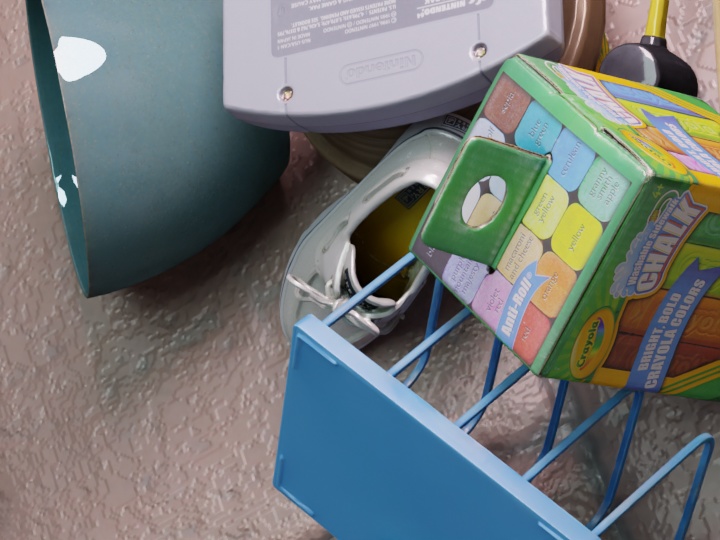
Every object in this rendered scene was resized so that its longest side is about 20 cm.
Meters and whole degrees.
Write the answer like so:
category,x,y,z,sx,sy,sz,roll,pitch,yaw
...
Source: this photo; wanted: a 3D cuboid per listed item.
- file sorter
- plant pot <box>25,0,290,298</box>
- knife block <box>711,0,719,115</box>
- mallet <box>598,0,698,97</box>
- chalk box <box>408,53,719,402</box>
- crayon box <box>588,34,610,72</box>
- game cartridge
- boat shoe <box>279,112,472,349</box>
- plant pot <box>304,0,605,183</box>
category,x,y,z,sx,sy,sz,roll,pitch,yaw
file sorter,0.070,0.099,1.520,0.200,0.139,0.123,37,53,22
plant pot,-0.117,-0.095,1.705,0.134,0.200,0.201,-11,64,-10
knife block,0.227,-0.070,1.564,0.200,0.064,0.176,40,94,32
mallet,0.168,-0.183,1.599,0.041,0.066,0.202,9,98,28
chalk box,0.120,-0.022,1.468,0.124,0.199,0.125,45,116,40
crayon box,0.083,-0.107,1.662,0.125,0.052,0.201,-25,64,20
game cartridge,0.017,-0.145,1.552,0.199,0.040,0.134,-10,65,26
boat shoe,0.004,0.002,1.603,0.202,0.074,0.086,-47,10,43
plant pot,0.031,-0.148,1.621,0.200,0.093,0.202,-10,68,27
